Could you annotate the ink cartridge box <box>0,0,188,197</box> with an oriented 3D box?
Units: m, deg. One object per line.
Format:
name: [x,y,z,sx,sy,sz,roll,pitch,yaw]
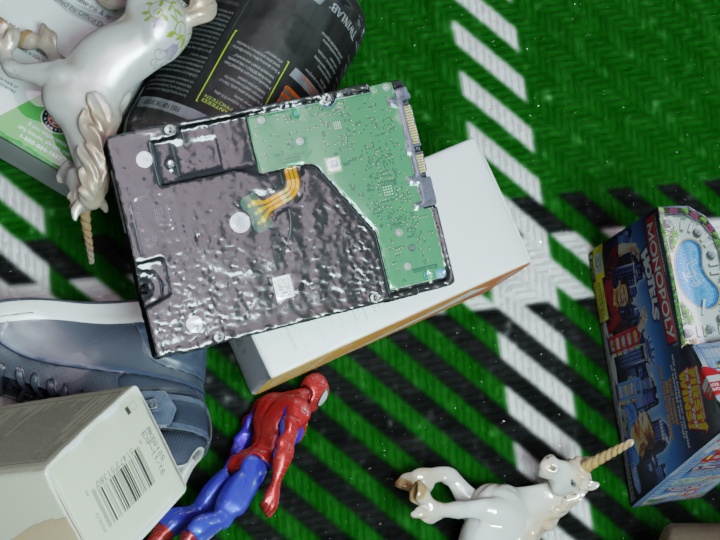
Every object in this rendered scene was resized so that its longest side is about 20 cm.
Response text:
ink cartridge box: [-0.213,-0.175,0.932,0.146,0.083,0.201,30,77,-3]

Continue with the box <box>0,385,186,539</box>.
box: [-0.218,0.136,0.801,0.095,0.199,0.078,-45,117,-49]

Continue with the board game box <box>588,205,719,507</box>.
board game box: [0.234,0.061,0.908,0.061,0.200,0.202,-6,81,-11]

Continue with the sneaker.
sneaker: [-0.198,0.097,0.870,0.200,0.077,0.148,-3,63,-11]

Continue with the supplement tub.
supplement tub: [-0.089,-0.123,0.924,0.122,0.123,0.201,29,75,-4]

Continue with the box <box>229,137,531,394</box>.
box: [0.000,0.000,0.916,0.198,0.124,0.098,-23,84,-13]

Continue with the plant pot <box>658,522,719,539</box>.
plant pot: [0.285,0.252,0.901,0.173,0.200,0.202,15,76,10]

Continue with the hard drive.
hard drive: [-0.050,-0.035,0.819,0.198,0.038,0.141,-14,89,-15]

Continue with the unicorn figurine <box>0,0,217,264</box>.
unicorn figurine: [-0.172,-0.129,0.844,0.137,0.074,0.200,45,98,22]

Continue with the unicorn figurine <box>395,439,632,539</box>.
unicorn figurine: [0.090,0.193,0.922,0.136,0.074,0.202,18,90,-19]

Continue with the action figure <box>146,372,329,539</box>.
action figure: [-0.083,0.146,0.899,0.052,0.065,0.200,51,59,-23]
